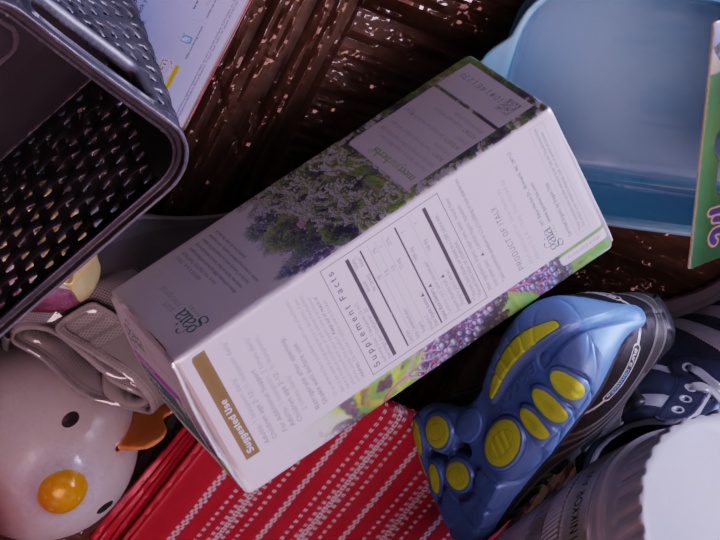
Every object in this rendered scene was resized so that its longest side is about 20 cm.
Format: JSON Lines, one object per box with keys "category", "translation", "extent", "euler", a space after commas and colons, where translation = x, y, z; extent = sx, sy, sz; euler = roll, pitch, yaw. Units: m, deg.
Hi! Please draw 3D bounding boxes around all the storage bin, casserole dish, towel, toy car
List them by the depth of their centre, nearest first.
{"category": "storage bin", "translation": [-0.184, -0.045, 1.112], "extent": [0.200, 0.094, 0.135], "euler": [-40, 133, 15]}
{"category": "toy car", "translation": [-0.167, 0.097, 1.292], "extent": [0.199, 0.177, 0.185], "euler": [-25, 121, -7]}
{"category": "casserole dish", "translation": [0.144, -0.079, 1.298], "extent": [0.199, 0.039, 0.122], "euler": [7, 119, -13]}
{"category": "towel", "translation": [-0.020, 0.118, 1.375], "extent": [0.199, 0.023, 0.145], "euler": [24, 114, -38]}

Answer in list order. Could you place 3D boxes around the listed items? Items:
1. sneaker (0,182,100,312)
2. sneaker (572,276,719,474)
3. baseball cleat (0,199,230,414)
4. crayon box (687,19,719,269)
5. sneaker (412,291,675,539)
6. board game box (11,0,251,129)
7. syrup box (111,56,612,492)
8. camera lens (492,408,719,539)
{"category": "sneaker", "translation": [-0.213, -0.009, 1.253], "extent": [0.199, 0.075, 0.091], "euler": [20, 122, 7]}
{"category": "sneaker", "translation": [0.184, 0.050, 1.339], "extent": [0.199, 0.109, 0.070], "euler": [-20, 122, 4]}
{"category": "baseball cleat", "translation": [-0.066, 0.017, 1.285], "extent": [0.199, 0.107, 0.070], "euler": [-1, 152, -1]}
{"category": "crayon box", "translation": [0.242, -0.070, 1.259], "extent": [0.199, 0.052, 0.126], "euler": [-18, 126, -30]}
{"category": "sneaker", "translation": [0.084, 0.068, 1.283], "extent": [0.082, 0.071, 0.200], "euler": [-12, 158, -29]}
{"category": "board game box", "translation": [-0.077, -0.156, 1.136], "extent": [0.102, 0.019, 0.201], "euler": [19, 120, -20]}
{"category": "syrup box", "translation": [0.000, 0.000, 1.222], "extent": [0.199, 0.079, 0.082], "euler": [-35, 122, -10]}
{"category": "camera lens", "translation": [0.122, 0.175, 1.266], "extent": [0.159, 0.161, 0.200], "euler": [27, 136, -22]}
